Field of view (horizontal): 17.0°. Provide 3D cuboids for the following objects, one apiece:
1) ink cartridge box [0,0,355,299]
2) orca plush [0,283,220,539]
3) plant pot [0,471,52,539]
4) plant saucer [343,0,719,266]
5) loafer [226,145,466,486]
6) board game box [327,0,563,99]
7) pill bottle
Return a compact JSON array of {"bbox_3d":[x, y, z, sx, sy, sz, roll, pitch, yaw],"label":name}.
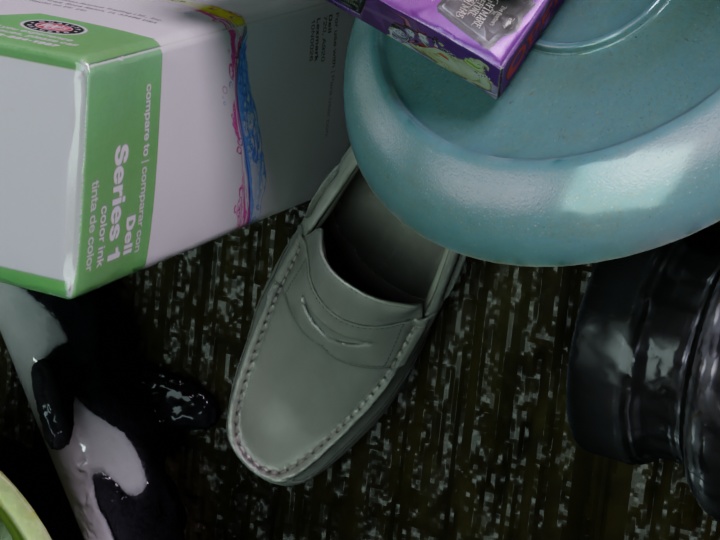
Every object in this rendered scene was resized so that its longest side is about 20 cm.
[{"bbox_3d":[-0.107,-0.063,0.873,0.145,0.200,0.084,12,108,24],"label":"ink cartridge box"},{"bbox_3d":[-0.087,0.070,0.958,0.071,0.105,0.200,-22,67,-8],"label":"orca plush"},{"bbox_3d":[-0.200,0.135,0.943,0.200,0.190,0.200,0,94,-1],"label":"plant pot"},{"bbox_3d":[0.080,-0.092,0.798,0.200,0.027,0.200,-16,51,20],"label":"plant saucer"},{"bbox_3d":[0.000,0.000,0.900,0.070,0.070,0.200,31,112,10],"label":"loafer"},{"bbox_3d":[0.048,-0.167,0.801,0.120,0.032,0.200,31,73,7],"label":"board game box"},{"bbox_3d":[0.176,0.043,0.798,0.200,0.112,0.112,14,105,24],"label":"pill bottle"}]
